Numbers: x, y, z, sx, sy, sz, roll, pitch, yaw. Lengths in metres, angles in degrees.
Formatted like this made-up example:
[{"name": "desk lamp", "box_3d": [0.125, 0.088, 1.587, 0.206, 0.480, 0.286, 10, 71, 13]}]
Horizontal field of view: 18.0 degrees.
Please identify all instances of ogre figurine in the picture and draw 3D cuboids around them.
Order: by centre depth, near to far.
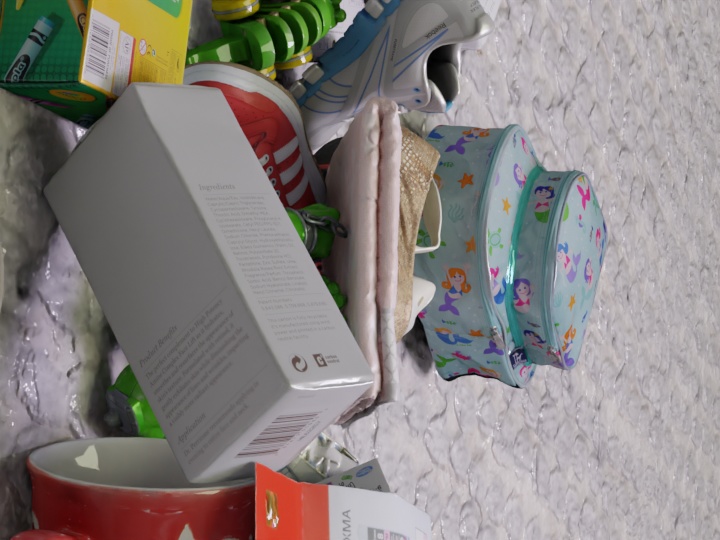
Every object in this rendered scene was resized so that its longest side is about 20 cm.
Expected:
[{"name": "ogre figurine", "box_3d": [-0.089, 0.044, 1.372, 0.200, 0.098, 0.120, -48, 145, 12]}]

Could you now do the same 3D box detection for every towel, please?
[{"name": "towel", "box_3d": [0.000, 0.000, 1.461, 0.200, 0.032, 0.192, 137, -45, -78]}]

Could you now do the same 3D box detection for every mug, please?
[{"name": "mug", "box_3d": [-0.143, 0.205, 1.263, 0.177, 0.133, 0.201, -1, 99, -30]}]

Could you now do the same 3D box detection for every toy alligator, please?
[{"name": "toy alligator", "box_3d": [-0.038, -0.166, 1.477, 0.200, 0.054, 0.060, -34, 120, -45]}]

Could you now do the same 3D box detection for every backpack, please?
[{"name": "backpack", "box_3d": [0.108, -0.017, 1.802, 0.200, 0.150, 0.178, 57, 42, -48]}]

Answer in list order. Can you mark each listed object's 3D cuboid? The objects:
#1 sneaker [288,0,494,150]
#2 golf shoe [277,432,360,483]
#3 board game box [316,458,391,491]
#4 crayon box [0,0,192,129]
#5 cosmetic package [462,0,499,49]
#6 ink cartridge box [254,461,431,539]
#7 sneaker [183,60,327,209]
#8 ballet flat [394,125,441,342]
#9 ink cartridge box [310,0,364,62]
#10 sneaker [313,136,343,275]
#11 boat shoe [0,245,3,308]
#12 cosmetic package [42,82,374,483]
[{"name": "sneaker", "box_3d": [0.018, -0.127, 1.518, 0.087, 0.200, 0.075, 49, 44, 5]}, {"name": "golf shoe", "box_3d": [-0.041, 0.118, 1.504, 0.200, 0.097, 0.078, 66, 35, -45]}, {"name": "board game box", "box_3d": [-0.022, 0.225, 1.519, 0.034, 0.134, 0.200, -116, -175, -48]}, {"name": "crayon box", "box_3d": [-0.141, -0.186, 1.274, 0.119, 0.058, 0.201, 25, 69, -66]}, {"name": "cosmetic package", "box_3d": [0.042, -0.257, 1.577, 0.200, 0.074, 0.102, 66, 35, -51]}, {"name": "ink cartridge box", "box_3d": [-0.004, 0.201, 1.274, 0.200, 0.057, 0.163, 48, 38, -69]}, {"name": "sneaker", "box_3d": [-0.072, -0.042, 1.443, 0.200, 0.071, 0.113, 58, 37, -57]}, {"name": "ballet flat", "box_3d": [0.029, -0.010, 1.682, 0.065, 0.070, 0.201, 14, 77, -25]}, {"name": "ink cartridge box", "box_3d": [-0.022, -0.245, 1.585, 0.119, 0.042, 0.201, -8, 102, -67]}, {"name": "sneaker", "box_3d": [-0.020, 0.007, 1.606, 0.087, 0.073, 0.201, 78, 15, -83]}, {"name": "boat shoe", "box_3d": [-0.227, 0.064, 1.114, 0.067, 0.057, 0.201, 24, 61, -28]}, {"name": "cosmetic package", "box_3d": [-0.085, 0.005, 1.236, 0.074, 0.102, 0.200, -2, 58, -47]}]
